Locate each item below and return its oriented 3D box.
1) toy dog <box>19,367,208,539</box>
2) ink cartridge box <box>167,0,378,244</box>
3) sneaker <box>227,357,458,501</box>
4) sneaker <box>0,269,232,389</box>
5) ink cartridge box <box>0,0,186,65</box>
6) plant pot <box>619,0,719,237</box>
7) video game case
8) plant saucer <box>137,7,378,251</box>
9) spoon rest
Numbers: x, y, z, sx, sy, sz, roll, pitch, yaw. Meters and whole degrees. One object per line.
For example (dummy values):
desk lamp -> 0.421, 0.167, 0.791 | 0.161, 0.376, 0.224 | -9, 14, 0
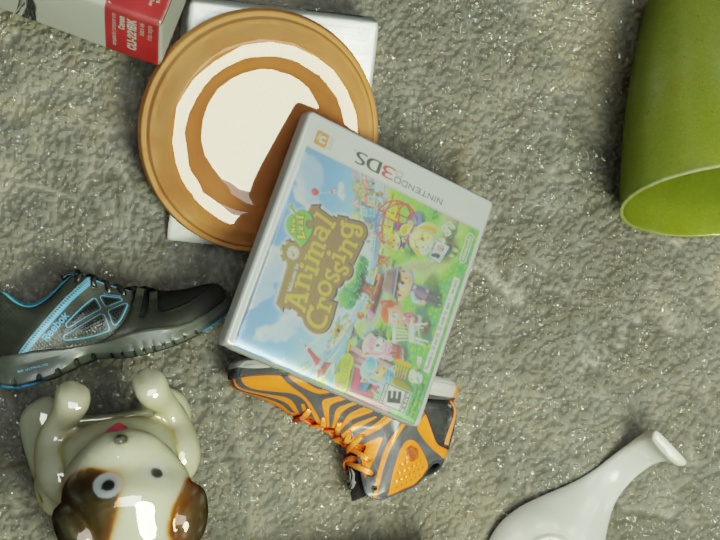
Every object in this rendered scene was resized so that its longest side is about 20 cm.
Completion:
toy dog -> -0.188, 0.170, 1.297 | 0.139, 0.200, 0.195 | 4, 86, -13
ink cartridge box -> -0.077, -0.120, 1.430 | 0.159, 0.047, 0.201 | 4, 103, -14
sneaker -> -0.016, 0.131, 1.405 | 0.199, 0.078, 0.113 | 10, 84, -13
sneaker -> -0.201, 0.034, 1.366 | 0.199, 0.073, 0.082 | -15, 89, -15
ink cartridge box -> -0.226, -0.270, 1.343 | 0.199, 0.084, 0.145 | 19, 72, -1
plant pot -> 0.305, -0.152, 1.464 | 0.186, 0.187, 0.201 | 1, 72, -14
video game case -> 0.000, 0.000, 1.371 | 0.182, 0.022, 0.201 | 25, 76, -22
plant saucer -> -0.080, -0.111, 1.387 | 0.199, 0.037, 0.201 | -3, 103, -14
spoon rest -> 0.192, 0.216, 1.472 | 0.200, 0.061, 0.099 | -44, 96, 1
